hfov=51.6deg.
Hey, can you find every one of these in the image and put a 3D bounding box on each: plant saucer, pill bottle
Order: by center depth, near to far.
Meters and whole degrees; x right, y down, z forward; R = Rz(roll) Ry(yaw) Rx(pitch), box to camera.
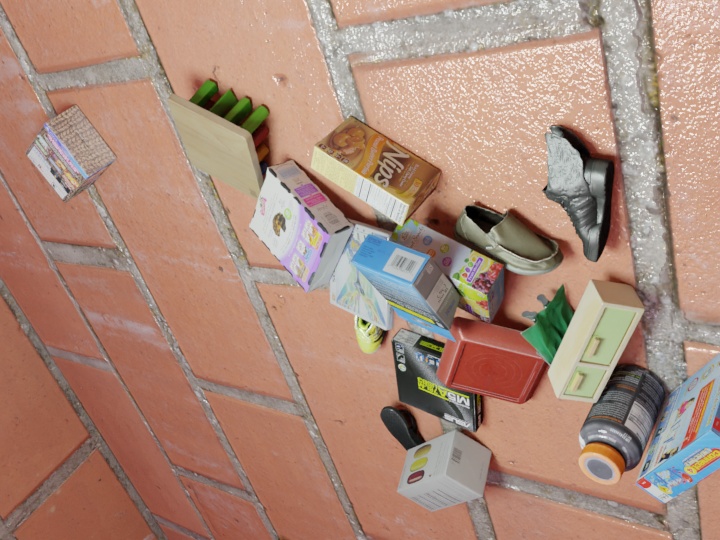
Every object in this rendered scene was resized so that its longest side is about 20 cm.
[{"bbox_3d":[0.433,0.262,1.253,0.105,0.200,0.108,23,138,24],"label":"pill bottle"},{"bbox_3d":[0.253,0.182,1.413,0.196,0.037,0.201,13,139,3],"label":"plant saucer"}]

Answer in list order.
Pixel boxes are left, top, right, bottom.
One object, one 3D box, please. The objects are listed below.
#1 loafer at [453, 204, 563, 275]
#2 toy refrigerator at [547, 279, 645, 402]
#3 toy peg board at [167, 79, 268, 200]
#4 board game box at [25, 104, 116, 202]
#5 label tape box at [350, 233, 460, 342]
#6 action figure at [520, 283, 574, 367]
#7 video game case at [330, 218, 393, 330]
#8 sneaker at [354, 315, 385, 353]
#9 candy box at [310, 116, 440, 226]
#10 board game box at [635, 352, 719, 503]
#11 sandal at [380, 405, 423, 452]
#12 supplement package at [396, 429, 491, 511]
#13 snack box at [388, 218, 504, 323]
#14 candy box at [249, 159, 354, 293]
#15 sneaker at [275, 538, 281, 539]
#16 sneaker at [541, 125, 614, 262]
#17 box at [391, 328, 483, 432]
[{"bbox_3d":[0.242,-0.055,1.240,0.197,0.075,0.070,22,141,26],"label":"loafer"},{"bbox_3d":[0.382,0.120,1.219,0.074,0.070,0.203,9,123,-10],"label":"toy refrigerator"},{"bbox_3d":[-0.261,-0.269,1.502,0.198,0.098,0.200,29,155,20],"label":"toy peg board"},{"bbox_3d":[-0.732,-0.290,1.879,0.199,0.097,0.160,-22,108,49],"label":"board game box"},{"bbox_3d":[0.092,0.031,1.287,0.143,0.064,0.200,22,163,40],"label":"label tape box"},{"bbox_3d":[0.352,0.133,1.308,0.201,0.118,0.055,54,167,-27],"label":"action figure"},{"bbox_3d":[0.000,0.000,1.448,0.199,0.022,0.186,21,115,52],"label":"video game case"},{"bbox_3d":[0.012,0.110,1.581,0.074,0.077,0.202,24,139,20],"label":"sneaker"},{"bbox_3d":[0.026,-0.175,1.292,0.198,0.116,0.056,33,142,14],"label":"candy box"},{"bbox_3d":[0.525,0.232,1.146,0.055,0.200,0.197,34,141,9],"label":"board game box"},{"bbox_3d":[0.107,0.376,1.779,0.074,0.048,0.202,2,138,39],"label":"sandal"},{"bbox_3d":[0.188,0.460,1.696,0.109,0.115,0.200,32,142,-15],"label":"supplement package"},{"bbox_3d":[0.155,0.001,1.323,0.198,0.068,0.169,29,167,21],"label":"snack box"},{"bbox_3d":[-0.122,-0.089,1.487,0.200,0.071,0.169,47,137,20],"label":"candy box"},{"bbox_3d":[-0.280,1.043,2.703,0.076,0.075,0.203,30,130,28],"label":"sneaker"},{"bbox_3d":[0.325,-0.113,1.130,0.103,0.060,0.203,15,128,30],"label":"sneaker"},{"bbox_3d":[0.165,0.235,1.592,0.197,0.047,0.196,18,132,30],"label":"box"}]
